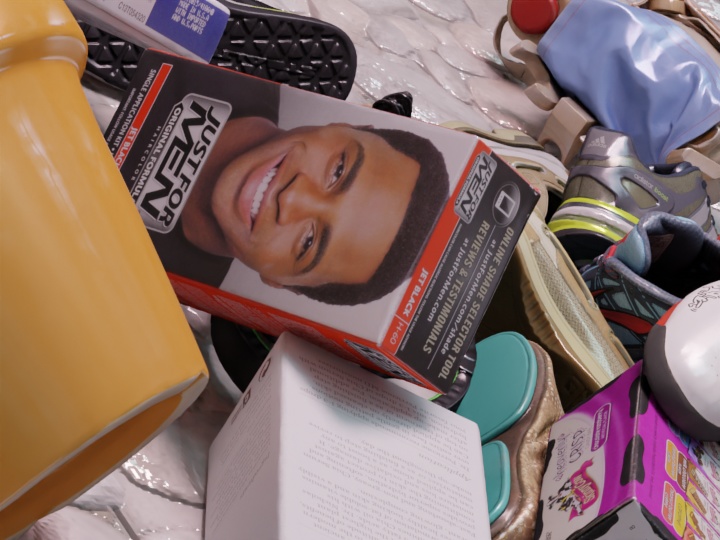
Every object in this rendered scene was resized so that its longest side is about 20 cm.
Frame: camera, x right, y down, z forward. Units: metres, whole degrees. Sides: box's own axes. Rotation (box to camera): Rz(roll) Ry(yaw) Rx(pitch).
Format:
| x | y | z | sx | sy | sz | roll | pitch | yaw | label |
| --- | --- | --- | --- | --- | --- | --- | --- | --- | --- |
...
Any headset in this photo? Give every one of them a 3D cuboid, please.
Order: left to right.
| x | y | z | sx | sy | sz | roll | pitch | yaw | label |
| --- | --- | --- | --- | --- | --- | --- | --- | --- | --- |
| 0.000 | 0.000 | 1.320 | 0.123 | 0.094 | 0.200 | 20 | 35 | -9 | headset |

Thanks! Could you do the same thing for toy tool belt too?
| x | y | z | sx | sy | sz | roll | pitch | yaw | label |
| --- | --- | --- | --- | --- | --- | --- | --- | --- | --- |
| 0.157 | -0.119 | 1.727 | 0.200 | 0.125 | 0.123 | 40 | 16 | 16 | toy tool belt |

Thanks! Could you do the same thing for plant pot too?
| x | y | z | sx | sy | sz | roll | pitch | yaw | label |
| --- | --- | --- | --- | --- | --- | --- | --- | --- | --- |
| -0.159 | 0.003 | 1.038 | 0.183 | 0.200 | 0.200 | 54 | 27 | 7 | plant pot |

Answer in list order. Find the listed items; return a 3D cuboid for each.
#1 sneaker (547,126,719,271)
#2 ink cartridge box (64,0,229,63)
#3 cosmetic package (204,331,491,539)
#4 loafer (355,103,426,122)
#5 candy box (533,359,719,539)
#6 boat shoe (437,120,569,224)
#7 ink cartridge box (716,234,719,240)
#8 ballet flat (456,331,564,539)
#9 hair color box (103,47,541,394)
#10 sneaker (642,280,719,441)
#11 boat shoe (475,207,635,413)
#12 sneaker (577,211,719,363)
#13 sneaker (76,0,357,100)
| x | y | z | sx | sy | sz | roll | pitch | yaw | label |
| --- | --- | --- | --- | --- | --- | --- | --- | --- | --- |
| 0.177 | -0.015 | 1.544 | 0.074 | 0.081 | 0.200 | 2 | -19 | 38 | sneaker |
| -0.186 | -0.165 | 1.346 | 0.200 | 0.043 | 0.196 | 25 | 1 | 22 | ink cartridge box |
| -0.005 | 0.118 | 1.128 | 0.101 | 0.071 | 0.200 | 27 | 24 | -14 | cosmetic package |
| -0.028 | -0.055 | 1.441 | 0.063 | 0.072 | 0.200 | 33 | 25 | 18 | loafer |
| 0.161 | 0.152 | 1.219 | 0.200 | 0.061 | 0.136 | 47 | 21 | -12 | candy box |
| 0.068 | -0.034 | 1.508 | 0.068 | 0.075 | 0.200 | 38 | 25 | 19 | boat shoe |
| 0.252 | 0.067 | 1.501 | 0.200 | 0.109 | 0.050 | 24 | 25 | -19 | ink cartridge box |
| 0.067 | 0.098 | 1.289 | 0.065 | 0.070 | 0.200 | 54 | 21 | -18 | ballet flat |
| -0.031 | -0.025 | 1.227 | 0.200 | 0.102 | 0.061 | 17 | -14 | 38 | hair color box |
| 0.216 | 0.013 | 1.262 | 0.201 | 0.108 | 0.067 | -16 | 76 | -50 | sneaker |
| 0.086 | 0.022 | 1.399 | 0.201 | 0.073 | 0.063 | 54 | 32 | 16 | boat shoe |
| 0.152 | 0.008 | 1.421 | 0.200 | 0.096 | 0.079 | 10 | 36 | 45 | sneaker |
| -0.096 | -0.124 | 1.514 | 0.200 | 0.072 | 0.083 | 18 | 2 | -31 | sneaker |
